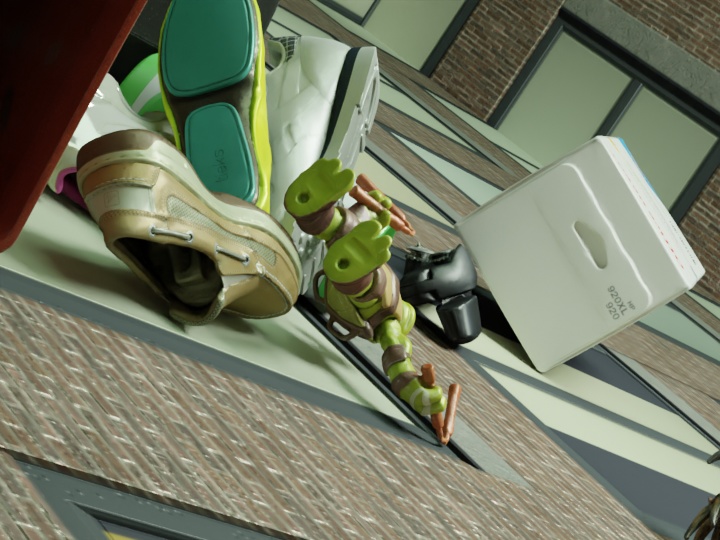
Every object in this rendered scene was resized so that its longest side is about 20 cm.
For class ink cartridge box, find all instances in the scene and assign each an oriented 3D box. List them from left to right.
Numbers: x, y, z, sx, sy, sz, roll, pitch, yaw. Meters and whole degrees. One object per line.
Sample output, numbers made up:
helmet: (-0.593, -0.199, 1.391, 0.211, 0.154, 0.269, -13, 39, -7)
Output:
ink cartridge box: (0.188, -0.016, 1.787, 0.147, 0.145, 0.200, 59, 12, 5)

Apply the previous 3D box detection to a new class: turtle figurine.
turtle figurine: (0.000, 0.000, 1.263, 0.161, 0.064, 0.200, 61, 13, -59)

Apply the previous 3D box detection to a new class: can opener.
can opener: (0.060, 0.011, 1.641, 0.063, 0.079, 0.200, -5, 6, 2)

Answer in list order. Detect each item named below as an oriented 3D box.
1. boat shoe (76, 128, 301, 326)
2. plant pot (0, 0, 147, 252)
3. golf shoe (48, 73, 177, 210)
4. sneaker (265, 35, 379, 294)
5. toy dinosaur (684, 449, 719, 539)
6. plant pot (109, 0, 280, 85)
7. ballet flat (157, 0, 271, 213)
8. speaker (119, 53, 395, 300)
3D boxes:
boat shoe: (-0.092, -0.002, 1.160, 0.200, 0.072, 0.076, 35, 39, -54)
plant pot: (-0.236, -0.153, 1.051, 0.200, 0.200, 0.176, 29, 0, -27)
golf shoe: (-0.139, -0.058, 1.286, 0.200, 0.075, 0.092, 26, 35, -52)
sneaker: (-0.049, -0.064, 1.336, 0.080, 0.200, 0.076, 14, -34, 9)
toy dinosaur: (0.256, 0.183, 1.338, 0.135, 0.086, 0.200, 26, 23, 19)
plant pot: (-0.152, -0.223, 1.504, 0.200, 0.200, 0.177, 27, -5, -35)
ballet flat: (-0.085, -0.093, 1.287, 0.067, 0.067, 0.200, 70, 11, -56)
speaker: (-0.075, -0.061, 1.413, 0.200, 0.089, 0.088, 35, 9, 7)
